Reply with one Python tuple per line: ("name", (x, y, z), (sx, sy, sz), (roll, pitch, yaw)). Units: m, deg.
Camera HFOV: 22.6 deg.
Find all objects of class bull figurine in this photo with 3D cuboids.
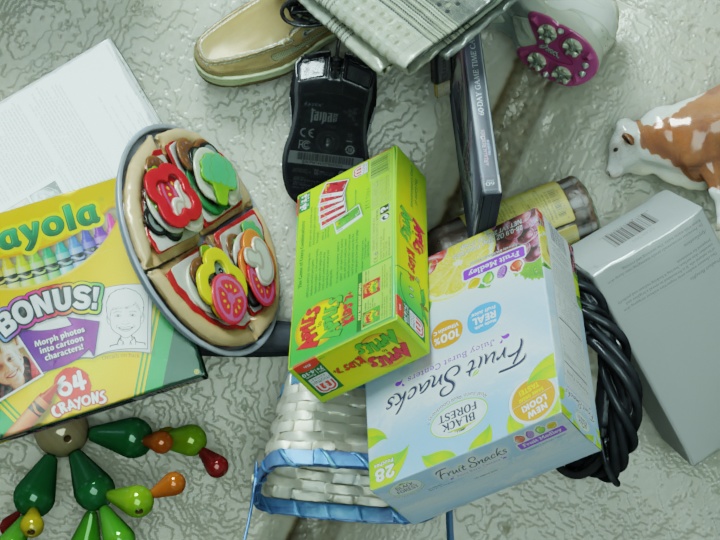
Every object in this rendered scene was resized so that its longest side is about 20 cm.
("bull figurine", (0.311, -0.110, 1.535), (0.200, 0.065, 0.121), (-30, 96, -1))

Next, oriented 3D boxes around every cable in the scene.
("cable", (0.170, 0.086, 1.482), (0.051, 0.163, 0.200), (-26, 82, -39))

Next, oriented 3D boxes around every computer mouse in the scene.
("computer mouse", (0.005, -0.143, 1.493), (0.140, 0.046, 0.200), (1, 119, 1))

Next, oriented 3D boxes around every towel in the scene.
("towel", (0.045, -0.249, 1.412), (0.193, 0.035, 0.200), (-38, 55, -14))

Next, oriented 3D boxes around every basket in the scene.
("basket", (-0.004, 0.184, 1.463), (0.176, 0.139, 0.200), (8, 59, -4))

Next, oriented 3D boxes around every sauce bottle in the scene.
("sauce bottle", (0.100, -0.020, 1.518), (0.200, 0.065, 0.065), (-19, 92, -5))

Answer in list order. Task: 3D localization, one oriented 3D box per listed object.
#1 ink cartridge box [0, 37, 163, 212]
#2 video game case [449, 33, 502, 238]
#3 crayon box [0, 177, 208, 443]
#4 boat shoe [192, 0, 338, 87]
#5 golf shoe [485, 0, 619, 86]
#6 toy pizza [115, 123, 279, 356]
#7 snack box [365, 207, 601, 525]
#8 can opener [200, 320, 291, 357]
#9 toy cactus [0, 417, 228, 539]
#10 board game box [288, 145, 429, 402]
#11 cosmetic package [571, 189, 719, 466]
("ink cartridge box", (-0.265, -0.096, 1.498), (0.200, 0.050, 0.109), (-31, 93, -3))
("video game case", (0.089, -0.126, 1.447), (0.019, 0.143, 0.200), (-4, 70, -2))
("crayon box", (-0.242, 0.033, 1.438), (0.200, 0.058, 0.173), (-17, 85, -4))
("boat shoe", (-0.049, -0.220, 1.493), (0.200, 0.076, 0.072), (-26, 67, -8))
("golf shoe", (0.132, -0.241, 1.526), (0.200, 0.075, 0.092), (39, 56, 4))
("toy pizza", (-0.121, -0.028, 1.444), (0.032, 0.200, 0.200), (-24, 92, 28))
("snack box", (0.088, 0.072, 1.379), (0.169, 0.200, 0.068), (-26, 136, 24))
("can opener", (-0.136, 0.052, 1.501), (0.200, 0.063, 0.079), (5, 89, -4))
("toy cactus", (-0.225, 0.163, 1.493), (0.200, 0.102, 0.165), (-33, 74, -1))
("board game box", (0.000, 0.000, 1.429), (0.102, 0.200, 0.048), (-27, 128, 24))
("cosmetic package", (0.267, 0.048, 1.500), (0.113, 0.081, 0.200), (-30, 110, -5))
